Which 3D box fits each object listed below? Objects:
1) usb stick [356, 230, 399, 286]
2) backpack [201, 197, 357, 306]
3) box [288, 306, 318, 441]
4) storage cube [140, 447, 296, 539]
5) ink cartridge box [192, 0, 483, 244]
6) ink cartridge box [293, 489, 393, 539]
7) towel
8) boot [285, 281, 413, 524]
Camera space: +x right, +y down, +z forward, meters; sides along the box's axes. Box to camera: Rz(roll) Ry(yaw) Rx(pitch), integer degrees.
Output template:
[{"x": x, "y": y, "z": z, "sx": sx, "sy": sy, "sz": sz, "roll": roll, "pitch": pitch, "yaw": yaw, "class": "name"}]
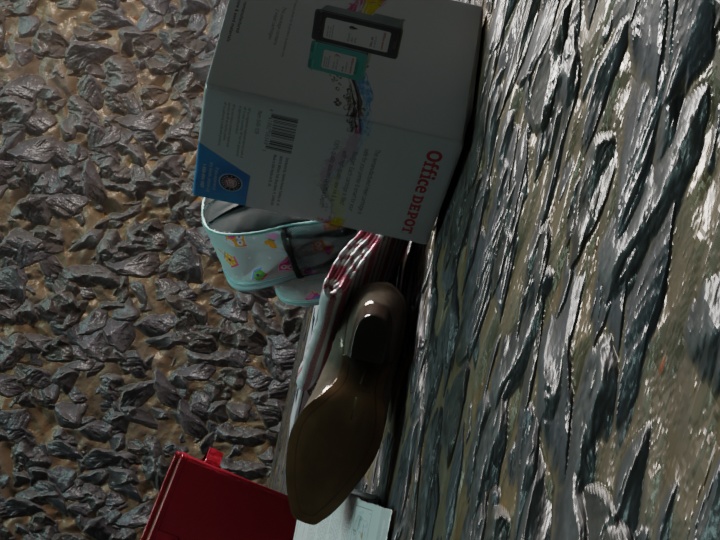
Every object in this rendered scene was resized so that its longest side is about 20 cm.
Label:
[{"x": 0.015, "y": -0.015, "z": 1.507, "sx": 0.033, "sy": 0.055, "sz": 0.200, "roll": -22, "pitch": 45, "yaw": 38, "class": "usb stick"}, {"x": -0.064, "y": -0.054, "z": 1.660, "sx": 0.176, "sy": 0.200, "sz": 0.153, "roll": -84, "pitch": -15, "yaw": -49, "class": "backpack"}, {"x": -0.036, "y": 0.102, "z": 1.826, "sx": 0.117, "sy": 0.060, "sz": 0.200, "roll": -96, "pitch": 18, "yaw": -78, "class": "box"}, {"x": -0.133, "y": 0.295, "z": 1.561, "sx": 0.171, "sy": 0.180, "sz": 0.200, "roll": 146, "pitch": 147, "yaw": -79, "class": "storage cube"}, {"x": -0.018, "y": -0.135, "z": 1.242, "sx": 0.147, "sy": 0.200, "sz": 0.146, "roll": 108, "pitch": 174, "yaw": -57, "class": "ink cartridge box"}, {"x": -0.010, "y": 0.261, "z": 1.256, "sx": 0.200, "sy": 0.050, "sz": 0.161, "roll": 178, "pitch": 104, "yaw": -67, "class": "ink cartridge box"}, {"x": 0.000, "y": 0.000, "z": 1.375, "sx": 0.200, "sy": 0.030, "sz": 0.146, "roll": -55, "pitch": -13, "yaw": -38, "class": "towel"}, {"x": -0.007, "y": 0.106, "z": 1.297, "sx": 0.146, "sy": 0.070, "sz": 0.200, "roll": -32, "pitch": -35, "yaw": -88, "class": "boot"}]
